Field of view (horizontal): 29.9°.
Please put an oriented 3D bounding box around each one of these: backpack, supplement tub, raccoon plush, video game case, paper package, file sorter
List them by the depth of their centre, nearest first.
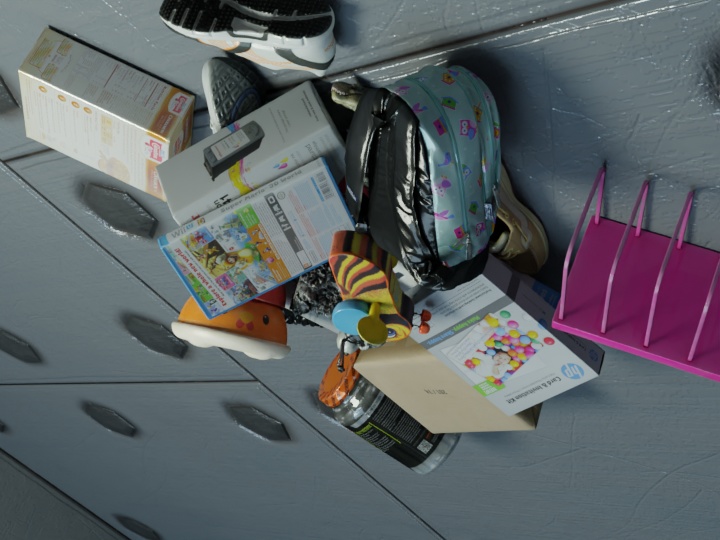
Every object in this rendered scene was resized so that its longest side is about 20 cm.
[{"bbox_3d":[0.067,-0.103,1.336,0.166,0.126,0.202,36,141,43],"label":"backpack"},{"bbox_3d":[0.310,-0.001,1.355,0.197,0.140,0.126,18,151,16],"label":"file sorter"},{"bbox_3d":[-0.106,-0.033,1.475,0.198,0.018,0.144,-26,141,0],"label":"video game case"},{"bbox_3d":[0.000,0.000,1.586,0.132,0.097,0.202,18,109,-4],"label":"raccoon plush"},{"bbox_3d":[0.124,0.128,1.789,0.199,0.104,0.190,-10,137,48],"label":"paper package"},{"bbox_3d":[0.044,0.199,1.964,0.199,0.124,0.122,34,152,-17],"label":"supplement tub"}]

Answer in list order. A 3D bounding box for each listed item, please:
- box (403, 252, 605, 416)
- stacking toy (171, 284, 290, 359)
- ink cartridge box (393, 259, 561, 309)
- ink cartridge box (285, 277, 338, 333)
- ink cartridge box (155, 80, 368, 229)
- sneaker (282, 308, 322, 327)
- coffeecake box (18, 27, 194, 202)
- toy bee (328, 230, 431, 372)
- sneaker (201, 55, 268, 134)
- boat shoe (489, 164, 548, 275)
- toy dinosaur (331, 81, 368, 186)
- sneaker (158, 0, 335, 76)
[{"bbox_3d":[0.155,0.074,1.537,0.199,0.041,0.155,39,138,-19],"label":"box"},{"bbox_3d":[-0.138,-0.002,1.602,0.144,0.203,0.146,11,176,1],"label":"stacking toy"},{"bbox_3d":[0.126,0.017,1.603,0.198,0.069,0.115,29,166,-7],"label":"ink cartridge box"},{"bbox_3d":[-0.070,0.009,1.729,0.198,0.088,0.145,28,171,0],"label":"ink cartridge box"},{"bbox_3d":[-0.103,-0.093,1.491,0.086,0.198,0.148,62,-177,40],"label":"ink cartridge box"},{"bbox_3d":[-0.094,0.065,1.856,0.199,0.113,0.073,33,154,-14],"label":"sneaker"},{"bbox_3d":[-0.307,-0.186,1.637,0.198,0.074,0.154,25,153,2],"label":"coffeecake box"},{"bbox_3d":[0.025,0.032,1.484,0.107,0.133,0.200,3,160,6],"label":"toy bee"},{"bbox_3d":[-0.143,-0.165,1.539,0.087,0.074,0.201,29,153,37],"label":"sneaker"},{"bbox_3d":[0.148,-0.049,1.489,0.073,0.067,0.200,2,147,37],"label":"boat shoe"},{"bbox_3d":[0.023,-0.115,1.458,0.047,0.089,0.201,2,145,34],"label":"toy dinosaur"},{"bbox_3d":[-0.115,-0.241,1.373,0.197,0.074,0.080,16,154,20],"label":"sneaker"}]
